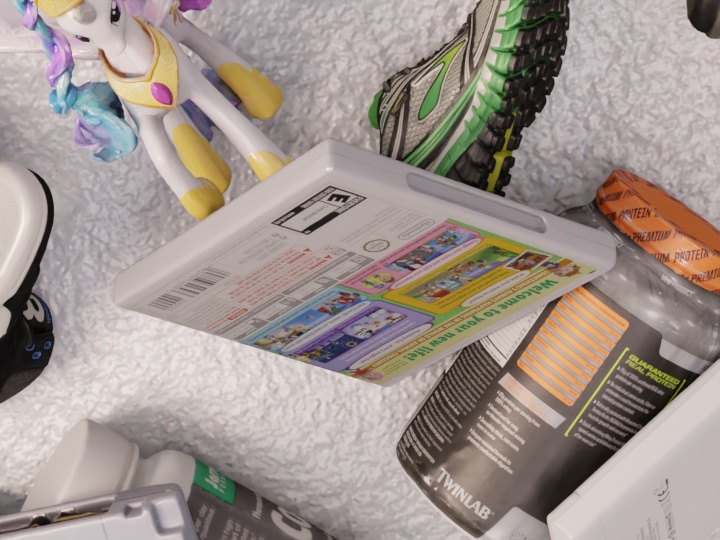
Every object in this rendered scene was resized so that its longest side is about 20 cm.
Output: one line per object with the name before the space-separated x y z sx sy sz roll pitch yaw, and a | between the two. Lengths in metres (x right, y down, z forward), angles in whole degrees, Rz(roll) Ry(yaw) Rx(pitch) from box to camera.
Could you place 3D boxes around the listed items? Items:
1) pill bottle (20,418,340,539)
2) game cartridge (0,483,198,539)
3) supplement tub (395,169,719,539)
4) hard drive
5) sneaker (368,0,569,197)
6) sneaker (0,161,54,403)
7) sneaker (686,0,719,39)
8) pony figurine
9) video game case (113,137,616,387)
pill bottle | -0.088 0.170 1.640 0.199 0.113 0.113 30 103 -13
game cartridge | -0.170 0.193 1.577 0.199 0.040 0.134 -12 105 13
supplement tub | 0.119 0.053 1.613 0.122 0.123 0.200 33 103 -13
hard drive | 0.186 0.101 1.609 0.200 0.027 0.132 -40 151 -13
sneaker | 0.049 -0.097 1.585 0.085 0.078 0.201 25 93 20
sneaker | -0.196 0.009 1.579 0.073 0.112 0.200 53 126 19
sneaker | 0.162 -0.222 1.555 0.113 0.076 0.201 1 105 -2
pony figurine | -0.112 -0.125 1.523 0.166 0.193 0.200 -35 126 10
video game case | 0.000 0.000 1.535 0.181 0.022 0.200 18 150 -32
